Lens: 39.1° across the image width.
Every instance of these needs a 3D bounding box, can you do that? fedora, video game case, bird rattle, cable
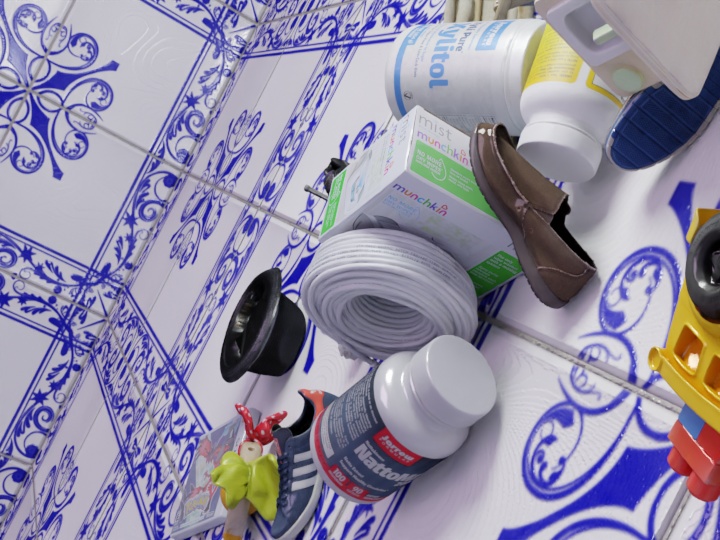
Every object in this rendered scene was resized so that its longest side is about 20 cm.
[{"bbox_3d":[-0.143,0.097,1.594,0.201,0.091,0.201,-48,26,33],"label":"fedora"},{"bbox_3d":[-0.235,0.329,1.629,0.200,0.023,0.183,-35,35,50],"label":"video game case"},{"bbox_3d":[-0.168,0.288,1.432,0.200,0.112,0.164,-112,36,-66],"label":"bird rattle"},{"bbox_3d":[0.035,0.033,1.121,0.200,0.199,0.070,-29,36,48],"label":"cable"}]

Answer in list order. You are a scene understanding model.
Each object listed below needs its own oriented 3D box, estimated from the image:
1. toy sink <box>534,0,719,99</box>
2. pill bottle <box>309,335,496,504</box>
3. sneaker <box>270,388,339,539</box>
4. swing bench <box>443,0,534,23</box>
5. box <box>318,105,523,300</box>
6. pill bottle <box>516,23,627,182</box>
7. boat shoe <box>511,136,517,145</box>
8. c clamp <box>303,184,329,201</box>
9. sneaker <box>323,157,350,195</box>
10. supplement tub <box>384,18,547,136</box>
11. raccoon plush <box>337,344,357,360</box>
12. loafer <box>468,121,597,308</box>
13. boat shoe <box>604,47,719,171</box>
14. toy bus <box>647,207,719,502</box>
[{"bbox_3d":[0.243,-0.242,0.894,0.112,0.130,0.201,-21,35,56],"label":"toy sink"},{"bbox_3d":[0.045,0.154,1.066,0.200,0.119,0.120,-44,28,41],"label":"pill bottle"},{"bbox_3d":[-0.087,0.246,1.307,0.075,0.084,0.201,-4,61,65],"label":"sneaker"},{"bbox_3d":[0.204,-0.367,1.310,0.200,0.129,0.200,-47,27,47],"label":"swing bench"},{"bbox_3d":[0.087,-0.062,1.116,0.176,0.199,0.097,-34,36,49],"label":"box"},{"bbox_3d":[0.233,-0.200,1.060,0.112,0.112,0.201,-11,54,63],"label":"pill bottle"},{"bbox_3d":[0.148,-0.150,1.254,0.072,0.068,0.201,-49,25,35],"label":"boat shoe"},{"bbox_3d":[0.000,0.000,1.260,0.027,0.170,0.201,-49,-23,-41],"label":"c clamp"},{"bbox_3d":[-0.019,-0.108,1.558,0.076,0.087,0.200,-54,23,19],"label":"sneaker"},{"bbox_3d":[0.139,-0.225,1.189,0.199,0.132,0.133,7,69,41],"label":"supplement tub"},{"bbox_3d":[0.040,0.022,1.333,0.134,0.096,0.202,4,97,53],"label":"raccoon plush"},{"bbox_3d":[0.175,-0.065,1.005,0.071,0.201,0.073,-30,-7,28],"label":"loafer"},{"bbox_3d":[0.302,-0.179,0.952,0.200,0.072,0.072,-47,20,12],"label":"boat shoe"},{"bbox_3d":[0.274,0.076,0.646,0.200,0.135,0.193,-121,48,-62],"label":"toy bus"}]
